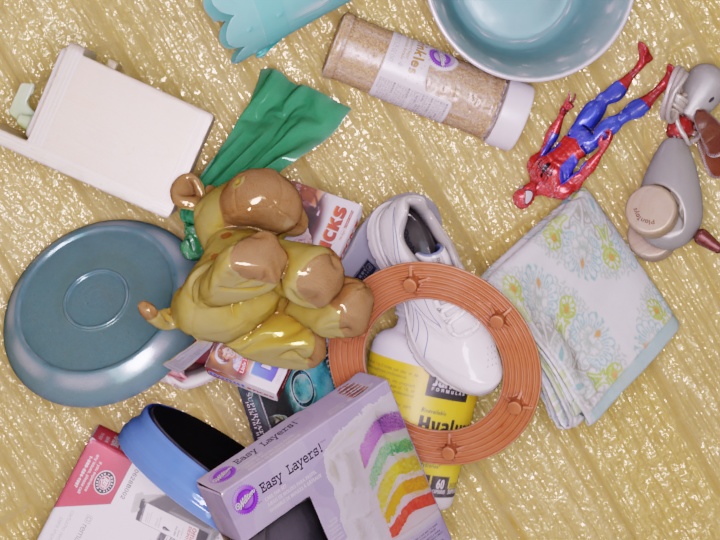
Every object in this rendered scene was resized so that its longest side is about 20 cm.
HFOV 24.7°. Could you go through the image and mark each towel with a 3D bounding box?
[{"bbox_3d":[0.208,0.035,1.563,0.200,0.048,0.172,-40,100,-40],"label":"towel"}]

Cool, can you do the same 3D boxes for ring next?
[{"bbox_3d":[0.063,0.088,1.466,0.199,0.019,0.201,7,114,17],"label":"ring"}]

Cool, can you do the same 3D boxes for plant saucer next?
[{"bbox_3d":[-0.242,0.032,1.525,0.199,0.027,0.201,-6,58,10],"label":"plant saucer"}]

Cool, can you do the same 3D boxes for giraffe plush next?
[{"bbox_3d":[-0.093,-0.016,1.429,0.199,0.163,0.172,-20,140,29],"label":"giraffe plush"}]

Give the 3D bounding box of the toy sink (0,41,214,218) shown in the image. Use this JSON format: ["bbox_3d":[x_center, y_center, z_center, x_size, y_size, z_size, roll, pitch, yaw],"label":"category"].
[{"bbox_3d":[-0.244,-0.140,1.522,0.199,0.130,0.112,24,92,-5],"label":"toy sink"}]

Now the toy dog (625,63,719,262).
[{"bbox_3d":[0.326,-0.094,1.581,0.096,0.132,0.201,21,102,17],"label":"toy dog"}]

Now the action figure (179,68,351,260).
[{"bbox_3d":[-0.106,-0.091,1.543,0.118,0.055,0.200,25,70,37],"label":"action figure"}]

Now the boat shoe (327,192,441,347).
[{"bbox_3d":[0.000,0.000,1.570,0.074,0.065,0.200,50,59,-6],"label":"boat shoe"}]

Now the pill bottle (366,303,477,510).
[{"bbox_3d":[0.055,0.120,1.572,0.111,0.111,0.201,12,93,-5],"label":"pill bottle"}]

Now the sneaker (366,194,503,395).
[{"bbox_3d":[0.069,0.022,1.482,0.074,0.087,0.201,-28,84,-16],"label":"sneaker"}]

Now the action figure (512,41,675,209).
[{"bbox_3d":[0.220,-0.135,1.594,0.200,0.052,0.065,-47,65,1],"label":"action figure"}]

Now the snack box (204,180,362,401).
[{"bbox_3d":[-0.068,0.016,1.492,0.072,0.024,0.201,20,68,9],"label":"snack box"}]

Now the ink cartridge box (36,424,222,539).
[{"bbox_3d":[-0.200,0.261,1.576,0.199,0.083,0.147,27,91,-5],"label":"ink cartridge box"}]

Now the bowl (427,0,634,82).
[{"bbox_3d":[0.153,-0.276,1.555,0.200,0.105,0.202,0,93,-4],"label":"bowl"}]

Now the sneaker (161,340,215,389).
[{"bbox_3d":[-0.206,0.068,1.552,0.199,0.105,0.076,2,97,-4],"label":"sneaker"}]

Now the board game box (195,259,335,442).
[{"bbox_3d":[-0.074,0.066,1.556,0.028,0.135,0.201,-14,97,39],"label":"board game box"}]

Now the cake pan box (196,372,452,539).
[{"bbox_3d":[-0.030,0.217,1.444,0.200,0.052,0.185,-31,110,-27],"label":"cake pan box"}]

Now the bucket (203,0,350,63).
[{"bbox_3d":[-0.094,-0.305,1.491,0.134,0.207,0.208,-22,95,-5],"label":"bucket"}]

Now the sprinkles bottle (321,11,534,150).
[{"bbox_3d":[0.065,-0.181,1.574,0.199,0.068,0.069,21,92,-5],"label":"sprinkles bottle"}]

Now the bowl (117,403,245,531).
[{"bbox_3d":[-0.130,0.190,1.517,0.200,0.201,0.039,34,94,-6],"label":"bowl"}]
